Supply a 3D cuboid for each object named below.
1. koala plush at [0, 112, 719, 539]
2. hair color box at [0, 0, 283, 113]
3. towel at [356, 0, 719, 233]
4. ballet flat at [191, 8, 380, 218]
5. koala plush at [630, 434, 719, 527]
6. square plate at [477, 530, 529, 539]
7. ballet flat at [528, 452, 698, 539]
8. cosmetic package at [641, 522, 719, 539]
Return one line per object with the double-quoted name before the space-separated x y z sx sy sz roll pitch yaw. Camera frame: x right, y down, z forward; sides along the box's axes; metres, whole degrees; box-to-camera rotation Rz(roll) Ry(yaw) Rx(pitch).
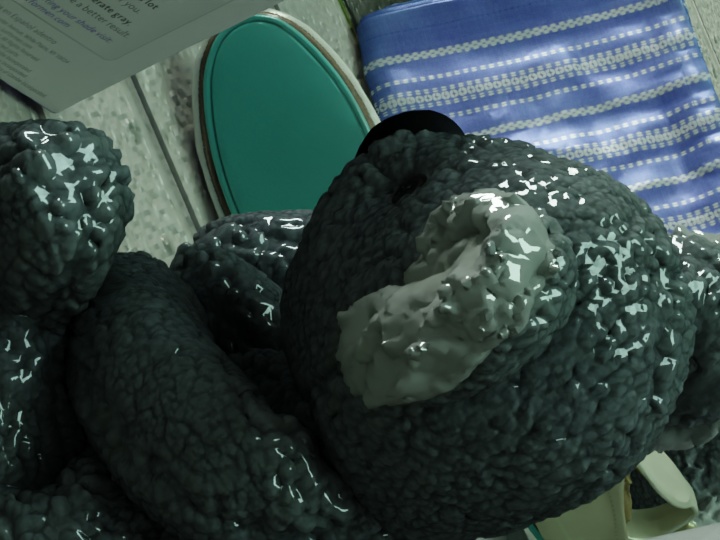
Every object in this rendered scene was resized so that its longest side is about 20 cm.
"koala plush" 0.007 0.033 0.601 0.177 0.199 0.185 16 58 -53
"hair color box" -0.049 -0.129 0.642 0.109 0.199 0.065 33 43 -50
"towel" 0.087 -0.042 0.901 0.024 0.144 0.201 85 -9 -59
"ballet flat" 0.000 0.000 0.795 0.201 0.069 0.069 59 24 11
"koala plush" 0.159 0.061 0.994 0.177 0.182 0.201 -68 153 -73
"square plate" 0.033 0.139 0.800 0.201 0.028 0.198 63 26 -11
"ballet flat" 0.108 0.112 0.875 0.200 0.069 0.070 59 24 -49
"cosmetic package" 0.091 0.166 0.650 0.199 0.199 0.124 -34 102 -51
